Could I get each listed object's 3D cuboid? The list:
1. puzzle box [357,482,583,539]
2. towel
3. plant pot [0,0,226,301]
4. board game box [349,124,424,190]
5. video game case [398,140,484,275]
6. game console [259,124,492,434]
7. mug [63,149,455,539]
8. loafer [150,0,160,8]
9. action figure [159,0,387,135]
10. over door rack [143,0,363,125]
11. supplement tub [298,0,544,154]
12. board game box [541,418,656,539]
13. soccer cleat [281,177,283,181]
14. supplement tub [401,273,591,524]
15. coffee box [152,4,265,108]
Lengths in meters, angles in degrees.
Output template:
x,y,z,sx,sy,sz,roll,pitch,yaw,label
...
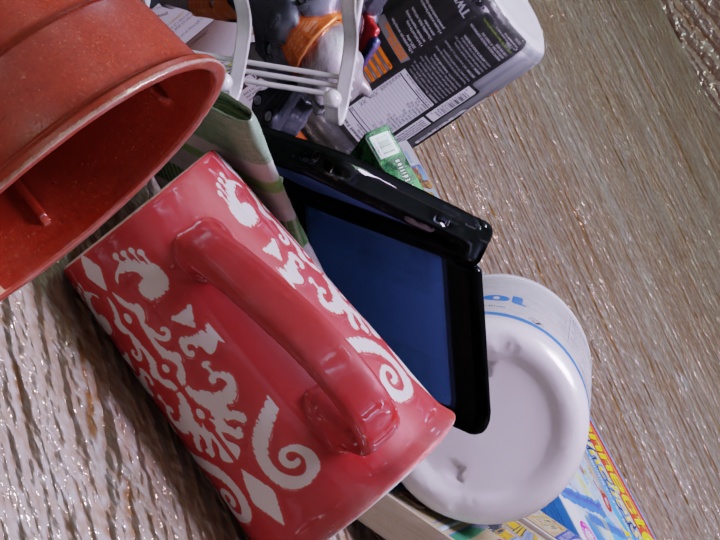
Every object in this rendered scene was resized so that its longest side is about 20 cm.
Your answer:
x,y,z,sx,sy,sz,roll,pitch,yaw,label
0.071,0.165,1.627,0.133,0.026,0.200,34,11,13,puzzle box
-0.073,-0.039,1.468,0.152,0.023,0.201,29,-28,44,towel
-0.199,-0.103,1.164,0.196,0.201,0.201,50,15,7,plant pot
0.000,0.000,1.591,0.023,0.200,0.105,-20,73,-28,board game box
0.031,0.008,1.805,0.143,0.018,0.201,-18,74,-44,video game case
-0.021,-0.004,1.480,0.175,0.117,0.199,24,-2,-37,game console
-0.047,0.035,1.373,0.200,0.177,0.133,52,44,-3,mug
-0.166,-0.201,1.493,0.200,0.070,0.068,28,31,-61,loafer
-0.068,-0.149,1.582,0.104,0.201,0.193,9,25,-50,action figure
-0.061,-0.196,1.497,0.067,0.146,0.202,60,41,-74,over door rack
0.028,-0.157,1.896,0.123,0.199,0.123,50,18,-23,supplement tub
0.143,0.159,1.899,0.201,0.056,0.196,63,17,19,board game box
-0.049,-0.036,1.700,0.199,0.086,0.070,20,56,-29,soccer cleat
0.084,0.079,1.633,0.132,0.131,0.200,56,9,-5,supplement tub
-0.121,-0.205,1.761,0.200,0.080,0.113,45,21,-38,coffee box
